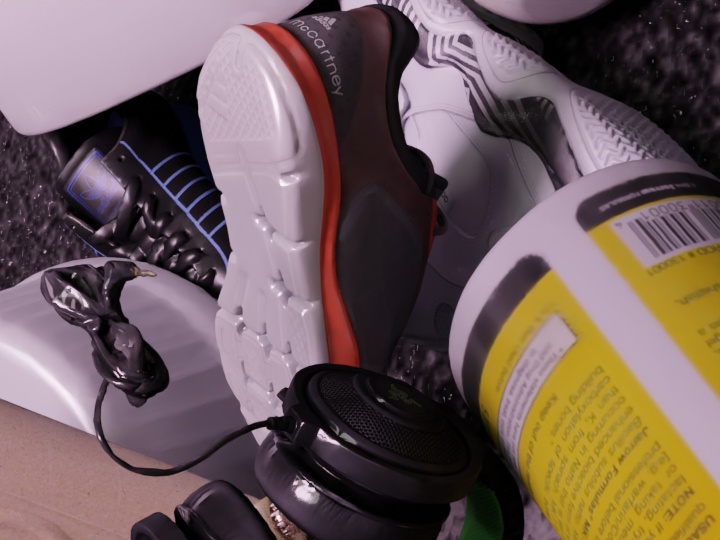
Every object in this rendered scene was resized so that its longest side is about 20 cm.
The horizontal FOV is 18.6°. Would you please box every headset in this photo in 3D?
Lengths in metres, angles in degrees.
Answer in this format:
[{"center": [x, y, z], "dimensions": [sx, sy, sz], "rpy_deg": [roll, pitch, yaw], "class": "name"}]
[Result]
[{"center": [-0.028, 0.072, 0.693], "dimensions": [0.123, 0.200, 0.094], "rpy_deg": [-43, 47, -2], "class": "headset"}]

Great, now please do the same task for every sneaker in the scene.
[{"center": [-0.083, -0.012, 0.936], "dimensions": [0.070, 0.078, 0.200], "rpy_deg": [-55, 45, 21], "class": "sneaker"}, {"center": [0.000, 0.000, 0.745], "dimensions": [0.077, 0.082, 0.201], "rpy_deg": [42, 145, 41], "class": "sneaker"}, {"center": [0.033, -0.037, 0.820], "dimensions": [0.200, 0.075, 0.115], "rpy_deg": [44, 109, 42], "class": "sneaker"}]

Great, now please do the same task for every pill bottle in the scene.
[{"center": [0.119, 0.067, 0.668], "dimensions": [0.114, 0.114, 0.200], "rpy_deg": [-54, 45, 21], "class": "pill bottle"}]

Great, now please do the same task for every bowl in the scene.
[{"center": [-0.083, -0.170, 0.926], "dimensions": [0.199, 0.075, 0.201], "rpy_deg": [-19, 40, 36], "class": "bowl"}]

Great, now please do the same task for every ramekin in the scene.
[{"center": [-0.124, 0.100, 0.886], "dimensions": [0.200, 0.098, 0.202], "rpy_deg": [6, 100, 34], "class": "ramekin"}]

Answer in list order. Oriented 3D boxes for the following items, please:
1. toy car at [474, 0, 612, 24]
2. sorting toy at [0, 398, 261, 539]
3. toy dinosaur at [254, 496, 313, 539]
[{"center": [0.046, -0.197, 0.779], "dimensions": [0.200, 0.149, 0.176], "rpy_deg": [-48, 47, 49], "class": "toy car"}, {"center": [-0.108, 0.162, 0.792], "dimensions": [0.201, 0.184, 0.036], "rpy_deg": [-67, 14, 3], "class": "sorting toy"}, {"center": [-0.057, 0.176, 0.762], "dimensions": [0.047, 0.088, 0.201], "rpy_deg": [-148, 65, -64], "class": "toy dinosaur"}]
